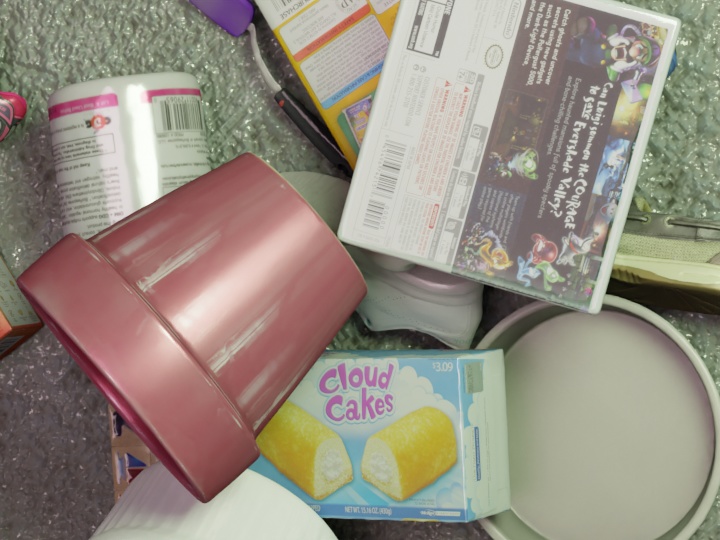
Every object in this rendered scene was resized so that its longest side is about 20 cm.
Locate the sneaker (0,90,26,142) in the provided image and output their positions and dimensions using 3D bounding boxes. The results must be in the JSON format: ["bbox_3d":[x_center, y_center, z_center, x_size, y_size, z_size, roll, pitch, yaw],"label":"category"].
[{"bbox_3d":[-0.328,-0.181,1.868,0.074,0.081,0.201,-31,89,4],"label":"sneaker"}]

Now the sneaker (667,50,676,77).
[{"bbox_3d":[0.153,-0.075,1.657,0.089,0.079,0.200,36,81,30],"label":"sneaker"}]

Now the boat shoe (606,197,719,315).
[{"bbox_3d":[0.187,-0.017,1.683,0.200,0.072,0.066,12,70,32],"label":"boat shoe"}]

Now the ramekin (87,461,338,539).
[{"bbox_3d":[-0.103,0.224,1.737,0.199,0.098,0.201,17,141,14],"label":"ramekin"}]

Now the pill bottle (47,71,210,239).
[{"bbox_3d":[-0.162,-0.038,1.785,0.113,0.113,0.201,-8,88,21],"label":"pill bottle"}]

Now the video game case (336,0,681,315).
[{"bbox_3d":[0.096,-0.091,1.599,0.181,0.023,0.201,16,95,6],"label":"video game case"}]

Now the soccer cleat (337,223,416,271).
[{"bbox_3d":[0.045,-0.097,1.659,0.077,0.069,0.201,26,102,20],"label":"soccer cleat"}]

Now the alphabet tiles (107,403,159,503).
[{"bbox_3d":[-0.112,0.128,1.831,0.166,0.008,0.201,-4,90,21],"label":"alphabet tiles"}]

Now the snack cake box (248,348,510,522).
[{"bbox_3d":[0.004,0.114,1.727,0.199,0.067,0.116,-2,93,33],"label":"snack cake box"}]

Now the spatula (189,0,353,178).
[{"bbox_3d":[-0.065,-0.145,1.784,0.021,0.057,0.200,-35,85,-26],"label":"spatula"}]

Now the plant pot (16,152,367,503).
[{"bbox_3d":[-0.102,0.025,1.642,0.179,0.200,0.200,-41,77,-8],"label":"plant pot"}]

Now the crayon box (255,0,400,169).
[{"bbox_3d":[0.023,-0.154,1.736,0.125,0.052,0.201,-33,80,19],"label":"crayon box"}]

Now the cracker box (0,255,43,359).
[{"bbox_3d":[-0.355,0.000,1.891,0.134,0.058,0.200,-37,79,18],"label":"cracker box"}]

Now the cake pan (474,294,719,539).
[{"bbox_3d":[0.161,0.115,1.709,0.199,0.037,0.202,1,92,21],"label":"cake pan"}]

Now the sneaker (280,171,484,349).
[{"bbox_3d":[0.000,0.000,1.756,0.199,0.075,0.089,28,139,29],"label":"sneaker"}]
